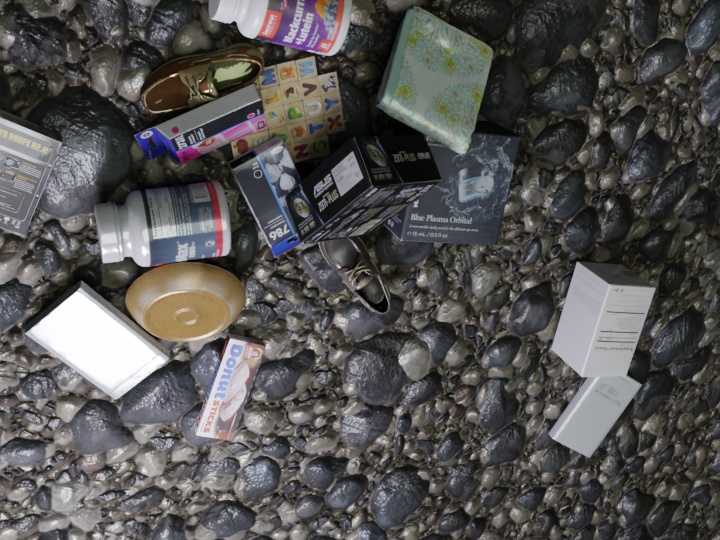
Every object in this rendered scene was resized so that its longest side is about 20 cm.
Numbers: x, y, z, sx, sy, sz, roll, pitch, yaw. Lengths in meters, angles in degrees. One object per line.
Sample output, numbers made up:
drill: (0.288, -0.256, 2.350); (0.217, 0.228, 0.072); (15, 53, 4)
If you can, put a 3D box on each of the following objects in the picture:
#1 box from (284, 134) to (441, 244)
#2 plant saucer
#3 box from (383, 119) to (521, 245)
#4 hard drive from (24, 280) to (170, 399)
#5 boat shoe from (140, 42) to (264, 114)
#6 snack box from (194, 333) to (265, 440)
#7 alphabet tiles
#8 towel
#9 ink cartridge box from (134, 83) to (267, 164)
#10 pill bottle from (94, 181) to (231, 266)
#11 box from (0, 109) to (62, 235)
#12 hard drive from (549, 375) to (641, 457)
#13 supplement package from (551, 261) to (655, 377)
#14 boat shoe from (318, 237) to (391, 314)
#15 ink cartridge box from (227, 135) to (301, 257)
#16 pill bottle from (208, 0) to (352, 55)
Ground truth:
box: (0.002, -0.130, 1.413); (0.162, 0.087, 0.199); (-10, 163, -42)
plant saucer: (-0.285, 0.063, 1.449); (0.196, 0.036, 0.202); (-7, 142, -6)
box: (0.151, -0.159, 1.535); (0.193, 0.117, 0.203); (2, 111, -23)
hard drive: (-0.432, 0.119, 1.456); (0.131, 0.027, 0.200); (-35, 122, 15)
boat shoe: (-0.238, -0.291, 1.337); (0.197, 0.074, 0.077); (-25, 120, -6)
snack box: (-0.237, 0.213, 1.597); (0.071, 0.024, 0.203); (14, 107, -25)
alphabet tiles: (-0.124, -0.255, 1.442); (0.197, 0.006, 0.169); (-17, 118, -15)
towel: (0.123, -0.311, 1.424); (0.169, 0.048, 0.203); (24, 68, -15)
ink cartridge box: (-0.242, -0.217, 1.359); (0.197, 0.095, 0.038); (-23, 75, -7)
pill bottle: (-0.310, -0.070, 1.383); (0.196, 0.120, 0.122); (-9, 116, -18)
box: (-0.558, -0.160, 1.282); (0.198, 0.048, 0.160); (20, 103, -29)
hard drive: (0.517, 0.305, 1.938); (0.131, 0.027, 0.202); (28, 99, -30)
supplement package: (0.489, 0.099, 1.787); (0.118, 0.121, 0.203); (3, 112, -24)
boat shoe: (0.000, 0.000, 1.569); (0.074, 0.073, 0.200); (-42, 121, 0)
ink cartridge box: (-0.136, -0.115, 1.478); (0.098, 0.039, 0.202); (-30, 123, -8)
pill bottle: (-0.121, -0.397, 1.318); (0.197, 0.112, 0.113); (6, 111, -24)
